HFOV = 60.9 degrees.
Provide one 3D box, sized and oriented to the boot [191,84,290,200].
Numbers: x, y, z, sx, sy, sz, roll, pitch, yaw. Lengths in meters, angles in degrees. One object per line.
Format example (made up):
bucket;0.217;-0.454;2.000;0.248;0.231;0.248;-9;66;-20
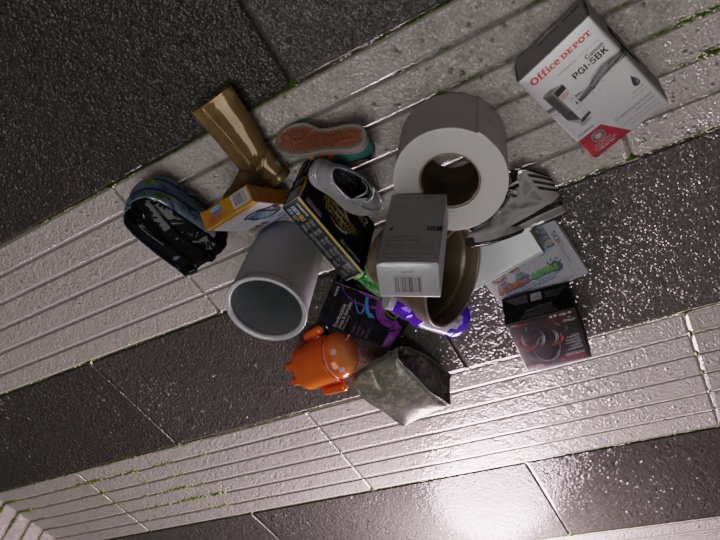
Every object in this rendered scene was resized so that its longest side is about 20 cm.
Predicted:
boot;-0.256;-0.234;1.197;0.174;0.066;0.201;-28;118;19

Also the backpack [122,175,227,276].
backpack;-0.401;-0.102;1.291;0.162;0.155;0.199;-31;139;33

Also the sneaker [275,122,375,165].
sneaker;-0.065;-0.229;1.152;0.198;0.072;0.080;7;164;26

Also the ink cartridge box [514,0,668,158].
ink cartridge box;0.370;-0.307;0.995;0.199;0.083;0.147;36;127;-18

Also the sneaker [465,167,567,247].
sneaker;0.275;-0.122;1.146;0.198;0.076;0.117;-21;89;-3

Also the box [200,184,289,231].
box;-0.211;-0.120;1.216;0.118;0.200;0.042;-27;85;21

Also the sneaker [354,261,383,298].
sneaker;0.000;0.000;1.317;0.074;0.084;0.200;-30;118;30

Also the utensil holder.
utensil holder;-0.174;0.016;1.289;0.168;0.201;0.171;6;131;7

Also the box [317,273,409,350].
box;0.013;0.099;1.426;0.198;0.036;0.144;21;129;-4

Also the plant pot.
plant pot;0.113;-0.009;1.203;0.172;0.200;0.202;18;137;35

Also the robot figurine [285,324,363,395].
robot figurine;-0.089;0.218;1.490;0.198;0.145;0.116;-23;142;28

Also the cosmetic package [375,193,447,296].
cosmetic package;0.089;-0.046;1.004;0.100;0.201;0.075;0;129;11

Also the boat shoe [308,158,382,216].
boat shoe;-0.011;-0.154;1.156;0.068;0.073;0.199;18;170;41

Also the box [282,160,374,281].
box;-0.056;-0.105;1.194;0.049;0.161;0.200;-26;119;27

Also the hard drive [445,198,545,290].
hard drive;0.251;-0.046;1.237;0.199;0.026;0.133;-32;94;30

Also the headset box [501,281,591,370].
headset box;0.409;0.132;1.332;0.147;0.076;0.201;-16;132;20

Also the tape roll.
tape roll;0.162;-0.193;1.092;0.200;0.140;0.205;5;129;7

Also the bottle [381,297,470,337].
bottle;0.143;0.088;1.345;0.198;0.066;0.084;17;127;-21

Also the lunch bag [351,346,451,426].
lunch bag;0.097;0.269;1.493;0.199;0.118;0.163;38;127;-25

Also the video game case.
video game case;0.340;-0.021;1.270;0.199;0.024;0.182;-27;118;29
